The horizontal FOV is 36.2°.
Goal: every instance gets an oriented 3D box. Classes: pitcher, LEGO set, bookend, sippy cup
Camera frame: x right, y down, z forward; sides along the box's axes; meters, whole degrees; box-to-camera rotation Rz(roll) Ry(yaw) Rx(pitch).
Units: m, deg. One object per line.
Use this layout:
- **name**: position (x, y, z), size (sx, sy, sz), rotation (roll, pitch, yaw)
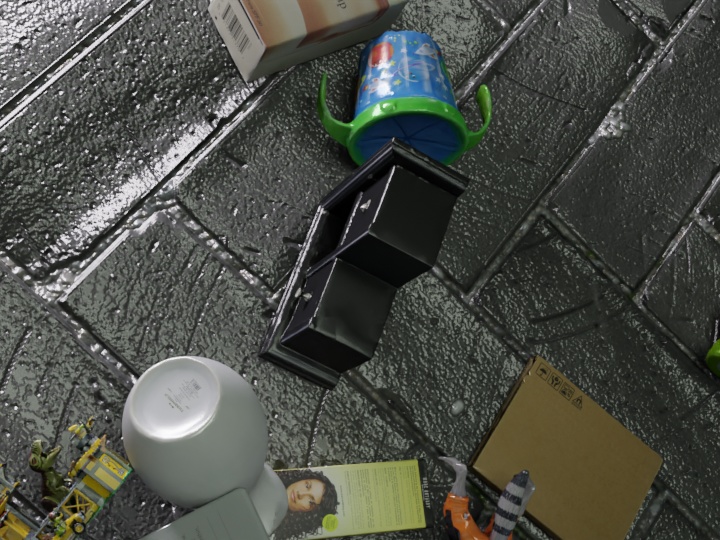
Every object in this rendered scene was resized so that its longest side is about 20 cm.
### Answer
- **pitcher**: position (-0.154, 0.148, 0.995), size (0.171, 0.200, 0.121), rotation (36, 69, 29)
- **LEGO set**: position (-0.285, 0.185, 0.964), size (0.116, 0.200, 0.154), rotation (40, 84, -5)
- **bookend**: position (0.000, 0.000, 1.123), size (0.092, 0.199, 0.200), rotation (27, 66, -15)
- **sippy cup**: position (0.050, -0.195, 1.251), size (0.178, 0.140, 0.131), rotation (23, 53, -41)

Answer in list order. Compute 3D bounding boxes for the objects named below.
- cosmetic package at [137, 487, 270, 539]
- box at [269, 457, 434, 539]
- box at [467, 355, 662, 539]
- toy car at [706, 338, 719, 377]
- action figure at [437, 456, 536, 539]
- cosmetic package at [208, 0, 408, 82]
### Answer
- **cosmetic package**: position (-0.139, 0.324, 0.927), size (0.200, 0.167, 0.166), rotation (-26, 55, -11)
- **box**: position (-0.026, 0.237, 1.123), size (0.200, 0.050, 0.075), rotation (-1, 75, -24)
- **box**: position (0.236, 0.220, 1.253), size (0.200, 0.021, 0.164), rotation (40, 63, -7)
- **toy car**: position (0.553, 0.124, 1.378), size (0.164, 0.158, 0.200), rotation (-47, 123, -24)
- **action figure**: position (0.101, 0.286, 1.091), size (0.200, 0.104, 0.194), rotation (24, 71, -44)
- **cosmetic package**: position (-0.058, -0.304, 1.256), size (0.200, 0.087, 0.104), rotation (-27, 84, -27)
